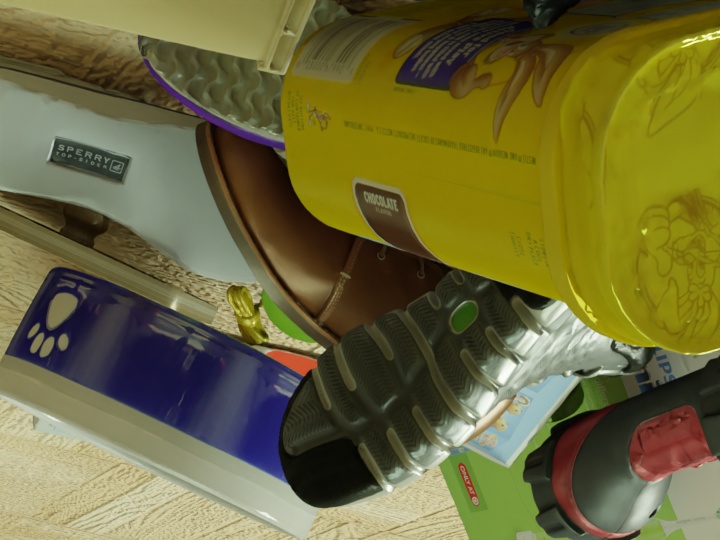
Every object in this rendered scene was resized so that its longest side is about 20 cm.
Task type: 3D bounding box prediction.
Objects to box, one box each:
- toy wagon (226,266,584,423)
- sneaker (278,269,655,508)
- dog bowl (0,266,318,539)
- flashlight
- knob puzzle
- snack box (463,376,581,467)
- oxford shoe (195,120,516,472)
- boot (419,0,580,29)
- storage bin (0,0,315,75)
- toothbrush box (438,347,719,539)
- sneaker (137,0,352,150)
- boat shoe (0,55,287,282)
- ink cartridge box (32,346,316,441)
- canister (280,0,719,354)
[{"bbox_3d":[0.026,0.008,0.904,0.199,0.040,0.156,-3,125,27],"label":"toy wagon"},{"bbox_3d":[0.064,0.044,0.771,0.200,0.075,0.115,-42,144,24],"label":"sneaker"},{"bbox_3d":[-0.106,0.076,1.019,0.199,0.079,0.200,24,170,5],"label":"dog bowl"},{"bbox_3d":[0.144,0.083,0.813,0.068,0.068,0.200,50,155,-3],"label":"flashlight"},{"bbox_3d":[-0.148,-0.023,0.895,0.219,0.031,0.220,25,177,1],"label":"knob puzzle"},{"bbox_3d":[0.091,0.009,0.839,0.072,0.024,0.200,27,123,-11],"label":"snack box"},{"bbox_3d":[0.000,0.000,0.811,0.071,0.071,0.200,-32,115,17],"label":"oxford shoe"},{"bbox_3d":[0.114,-0.126,0.481,0.199,0.077,0.168,-10,-168,45],"label":"boot"},{"bbox_3d":[-0.094,-0.162,0.545,0.199,0.094,0.199,12,156,-10],"label":"storage bin"},{"bbox_3d":[0.137,0.088,0.973,0.086,0.146,0.200,-23,-179,-40],"label":"toothbrush box"},{"bbox_3d":[-0.002,-0.065,0.770,0.199,0.070,0.100,16,162,-7],"label":"sneaker"},{"bbox_3d":[-0.110,-0.054,0.849,0.199,0.070,0.071,17,111,-16],"label":"boat shoe"},{"bbox_3d":[-0.113,0.090,1.203,0.199,0.048,0.160,15,156,-12],"label":"ink cartridge box"},{"bbox_3d":[0.078,-0.043,0.557,0.148,0.087,0.200,-13,-165,-25],"label":"canister"}]
